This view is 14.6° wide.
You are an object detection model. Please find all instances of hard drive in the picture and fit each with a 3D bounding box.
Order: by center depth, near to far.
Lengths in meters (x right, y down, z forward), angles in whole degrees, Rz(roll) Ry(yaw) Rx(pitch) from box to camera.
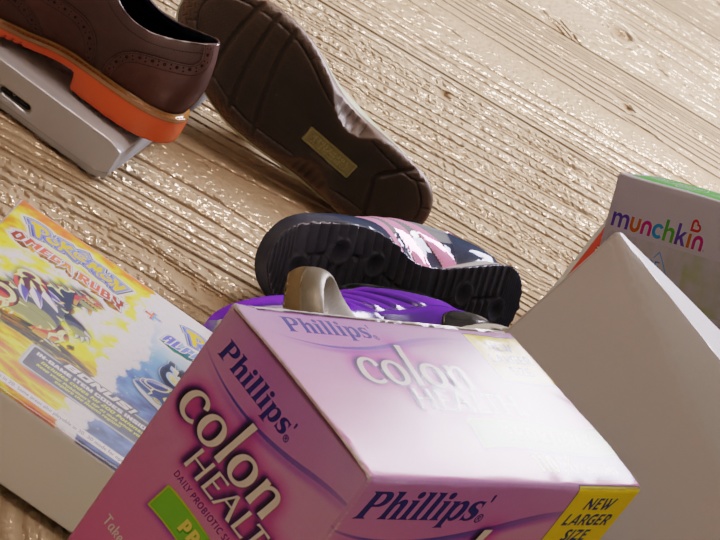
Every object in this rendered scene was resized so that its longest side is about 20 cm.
[{"bbox_3d":[-0.164,-0.124,1.636,0.132,0.027,0.200,36,22,2],"label":"hard drive"}]

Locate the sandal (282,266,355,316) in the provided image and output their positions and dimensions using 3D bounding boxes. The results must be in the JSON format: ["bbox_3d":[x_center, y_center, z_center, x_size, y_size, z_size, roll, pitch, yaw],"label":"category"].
[{"bbox_3d":[0.023,0.071,1.389,0.081,0.054,0.200,-91,156,-49],"label":"sandal"}]

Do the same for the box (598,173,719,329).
[{"bbox_3d":[0.221,0.057,1.541,0.200,0.177,0.096,20,7,43],"label":"box"}]

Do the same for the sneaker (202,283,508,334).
[{"bbox_3d":[-0.014,0.042,1.476,0.199,0.070,0.099,6,16,-37],"label":"sneaker"}]

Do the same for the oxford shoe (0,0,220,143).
[{"bbox_3d":[-0.167,-0.157,1.566,0.200,0.073,0.071,35,23,-2],"label":"oxford shoe"}]

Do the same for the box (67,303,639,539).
[{"bbox_3d":[-0.021,0.123,1.107,0.176,0.200,0.097,8,34,-51],"label":"box"}]

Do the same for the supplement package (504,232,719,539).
[{"bbox_3d":[0.117,0.135,1.242,0.147,0.200,0.191,38,13,-50],"label":"supplement package"}]

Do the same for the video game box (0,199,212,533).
[{"bbox_3d":[-0.112,0.064,1.305,0.200,0.047,0.182,35,19,-3],"label":"video game box"}]

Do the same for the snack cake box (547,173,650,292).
[{"bbox_3d":[0.200,0.049,1.699,0.067,0.115,0.200,19,28,-37],"label":"snack cake box"}]

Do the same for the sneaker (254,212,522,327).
[{"bbox_3d":[0.000,0.000,1.593,0.200,0.070,0.082,15,12,-47],"label":"sneaker"}]

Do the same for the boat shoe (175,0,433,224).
[{"bbox_3d":[-0.041,-0.097,1.706,0.200,0.072,0.076,49,1,-16],"label":"boat shoe"}]
